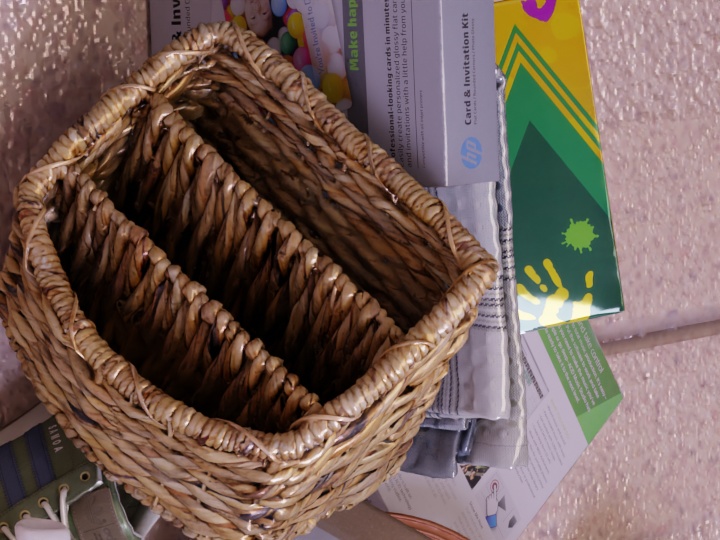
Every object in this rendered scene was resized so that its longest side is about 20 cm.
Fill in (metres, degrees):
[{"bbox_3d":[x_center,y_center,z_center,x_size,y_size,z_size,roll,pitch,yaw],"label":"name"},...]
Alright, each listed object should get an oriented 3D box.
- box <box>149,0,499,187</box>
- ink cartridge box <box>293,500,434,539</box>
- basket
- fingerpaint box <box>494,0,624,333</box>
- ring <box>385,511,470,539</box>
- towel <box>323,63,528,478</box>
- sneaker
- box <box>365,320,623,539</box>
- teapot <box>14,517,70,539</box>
[{"bbox_3d":[-0.022,-0.121,1.309,0.041,0.199,0.157,-7,99,-44],"label":"box"},{"bbox_3d":[-0.023,0.214,1.328,0.201,0.164,0.075,-57,148,-13],"label":"ink cartridge box"},{"bbox_3d":[-0.065,0.008,1.246,0.142,0.200,0.149,-25,151,-42],"label":"basket"},{"bbox_3d":[0.070,-0.075,1.422,0.073,0.200,0.168,-11,106,-5],"label":"fingerpaint box"},{"bbox_3d":[0.010,0.222,1.417,0.199,0.019,0.202,3,75,-11],"label":"ring"},{"bbox_3d":[0.000,0.000,1.351,0.034,0.192,0.201,-14,102,-46],"label":"towel"},{"bbox_3d":[-0.146,0.113,1.273,0.200,0.089,0.067,-41,123,-37],"label":"sneaker"},{"bbox_3d":[0.064,0.080,1.546,0.200,0.036,0.145,-47,126,-33],"label":"box"},{"bbox_3d":[-0.116,0.241,1.178,0.146,0.199,0.198,-60,178,40],"label":"teapot"}]
